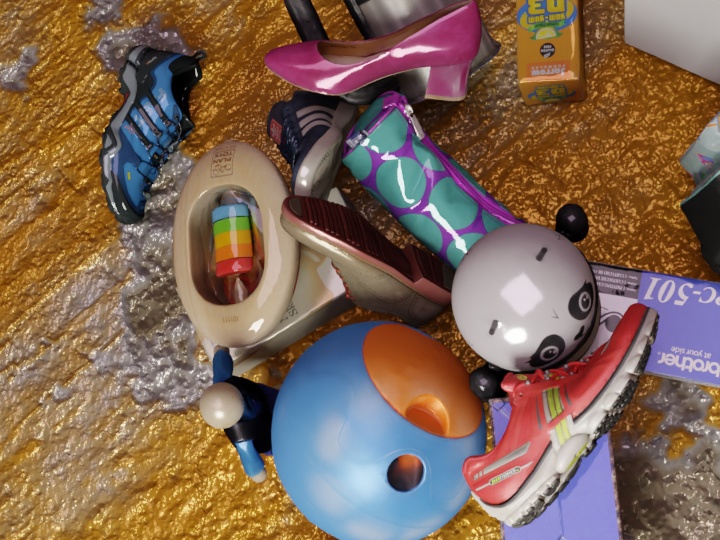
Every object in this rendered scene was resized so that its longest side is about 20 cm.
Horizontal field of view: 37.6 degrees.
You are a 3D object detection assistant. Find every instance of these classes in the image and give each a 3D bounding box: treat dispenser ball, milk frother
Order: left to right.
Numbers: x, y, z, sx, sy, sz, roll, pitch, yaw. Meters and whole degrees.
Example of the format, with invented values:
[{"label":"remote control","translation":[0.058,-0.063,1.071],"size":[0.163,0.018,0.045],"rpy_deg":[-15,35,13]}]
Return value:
[{"label":"treat dispenser ball","translation":[0.017,0.148,0.968],"size":[0.198,0.201,0.204],"rpy_deg":[-2,79,13]},{"label":"milk frother","translation":[0.027,-0.279,1.087],"size":[0.179,0.200,0.190],"rpy_deg":[-24,107,20]}]

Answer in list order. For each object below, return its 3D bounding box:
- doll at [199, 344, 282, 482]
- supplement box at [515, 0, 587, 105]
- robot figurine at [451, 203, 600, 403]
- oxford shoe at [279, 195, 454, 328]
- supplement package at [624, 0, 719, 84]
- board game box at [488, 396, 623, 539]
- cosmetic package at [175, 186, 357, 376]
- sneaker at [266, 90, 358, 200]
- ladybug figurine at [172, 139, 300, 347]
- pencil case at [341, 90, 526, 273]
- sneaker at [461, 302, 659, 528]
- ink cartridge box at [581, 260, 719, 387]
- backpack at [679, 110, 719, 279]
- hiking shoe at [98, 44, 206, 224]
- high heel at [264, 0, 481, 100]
[{"label":"doll","translation":[-0.107,0.132,1.002],"size":[0.048,0.200,0.138],"rpy_deg":[-23,76,8]},{"label":"supplement box","translation":[0.192,-0.275,1.072],"size":[0.065,0.069,0.204],"rpy_deg":[-3,82,15]},{"label":"robot figurine","translation":[0.147,0.030,0.912],"size":[0.123,0.200,0.153],"rpy_deg":[-12,79,12]},{"label":"oxford shoe","translation":[0.000,0.000,0.983],"size":[0.198,0.071,0.075],"rpy_deg":[29,117,-23]},{"label":"supplement package","translation":[0.350,-0.304,0.972],"size":[0.146,0.191,0.202],"rpy_deg":[27,87,17]},{"label":"board game box","translation":[0.175,0.194,0.921],"size":[0.095,0.200,0.162],"rpy_deg":[-6,79,12]},{"label":"cosmetic package","translation":[-0.077,0.014,1.082],"size":[0.199,0.071,0.106],"rpy_deg":[-32,75,6]},{"label":"sneaker","translation":[-0.059,-0.126,1.047],"size":[0.083,0.201,0.076],"rpy_deg":[15,118,2]},{"label":"ladybug figurine","translation":[-0.113,-0.026,1.018],"size":[0.134,0.072,0.203],"rpy_deg":[-6,80,24]},{"label":"pencil case","translation":[0.072,-0.077,1.020],"size":[0.200,0.085,0.092],"rpy_deg":[43,133,-10]},{"label":"sneaker","translation":[0.150,0.097,0.804],"size":[0.085,0.077,0.201],"rpy_deg":[39,89,21]},{"label":"ink cartridge box","translation":[0.252,0.046,1.010],"size":[0.197,0.044,0.096],"rpy_deg":[10,84,15]},{"label":"backpack","translation":[0.391,-0.097,0.935],"size":[0.198,0.176,0.155],"rpy_deg":[-23,78,2]},{"label":"hiking shoe","translation":[-0.225,-0.148,1.146],"size":[0.085,0.074,0.203],"rpy_deg":[5,81,15]},{"label":"high heel","translation":[0.010,-0.211,0.967],"size":[0.197,0.097,0.068],"rpy_deg":[9,39,5]}]
